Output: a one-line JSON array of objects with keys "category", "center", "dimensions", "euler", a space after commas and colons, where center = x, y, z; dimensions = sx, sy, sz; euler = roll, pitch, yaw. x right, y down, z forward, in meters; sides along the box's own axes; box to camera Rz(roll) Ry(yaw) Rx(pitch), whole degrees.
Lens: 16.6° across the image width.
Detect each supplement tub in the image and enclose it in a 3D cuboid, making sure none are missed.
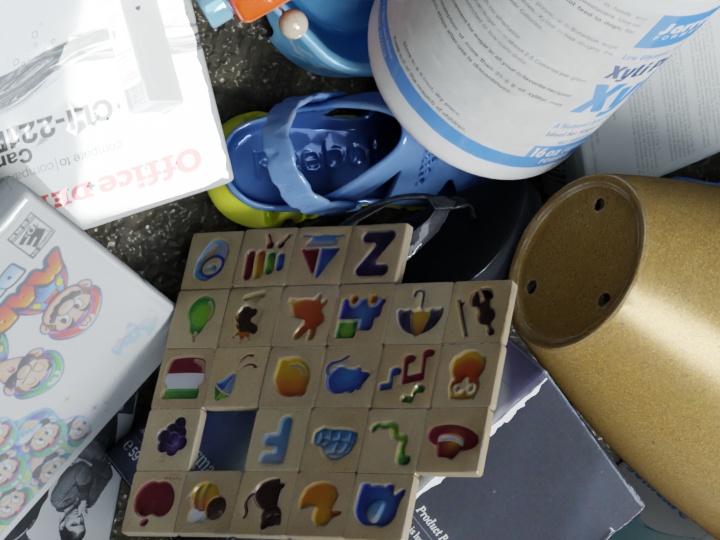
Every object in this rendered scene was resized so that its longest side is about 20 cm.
[{"category": "supplement tub", "center": [0.099, -0.145, 1.184], "dimensions": [0.131, 0.200, 0.133], "euler": [14, 58, -22]}]

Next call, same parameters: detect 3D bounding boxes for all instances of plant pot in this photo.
[{"category": "plant pot", "center": [0.174, 0.034, 1.249], "dimensions": [0.199, 0.186, 0.187], "euler": [26, 97, -36]}]

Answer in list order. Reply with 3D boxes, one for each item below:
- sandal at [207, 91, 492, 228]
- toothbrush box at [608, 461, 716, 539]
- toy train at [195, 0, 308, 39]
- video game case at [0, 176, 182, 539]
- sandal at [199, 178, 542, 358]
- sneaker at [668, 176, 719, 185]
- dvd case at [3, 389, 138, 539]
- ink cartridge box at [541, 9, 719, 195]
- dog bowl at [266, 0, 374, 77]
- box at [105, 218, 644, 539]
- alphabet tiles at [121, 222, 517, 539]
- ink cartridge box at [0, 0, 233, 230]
[{"category": "sandal", "center": [0.018, -0.066, 1.290], "dimensions": [0.198, 0.087, 0.080], "euler": [-15, 87, -9]}, {"category": "toothbrush box", "center": [0.144, 0.204, 1.406], "dimensions": [0.200, 0.146, 0.086], "euler": [-38, 116, -6]}, {"category": "toy train", "center": [-0.018, -0.216, 1.206], "dimensions": [0.199, 0.056, 0.151], "euler": [-34, 124, 0]}, {"category": "video game case", "center": [-0.192, 0.065, 1.232], "dimensions": [0.200, 0.024, 0.182], "euler": [-48, 149, -1]}, {"category": "sandal", "center": [0.000, 0.001, 1.264], "dimensions": [0.199, 0.076, 0.043], "euler": [-23, 126, 11]}, {"category": "sneaker", "center": [0.256, -0.052, 1.411], "dimensions": [0.199, 0.078, 0.090], "euler": [-3, 101, -27]}, {"category": "dvd case", "center": [-0.210, 0.148, 1.329], "dimensions": [0.149, 0.025, 0.202], "euler": [7, 104, -22]}, {"category": "ink cartridge box", "center": [0.178, -0.145, 1.376], "dimensions": [0.199, 0.050, 0.163], "euler": [-23, 113, -31]}, {"category": "dog bowl", "center": [-0.027, -0.180, 1.276], "dimensions": [0.112, 0.050, 0.200], "euler": [-46, 115, -1]}, {"category": "box", "center": [0.003, 0.108, 1.284], "dimensions": [0.198, 0.200, 0.123], "euler": [-41, 127, -6]}, {"category": "alphabet tiles", "center": [-0.019, 0.054, 1.218], "dimensions": [0.008, 0.199, 0.168], "euler": [42, 53, -50]}, {"category": "ink cartridge box", "center": [-0.160, -0.122, 1.228], "dimensions": [0.143, 0.084, 0.201], "euler": [-19, 113, -13]}]
